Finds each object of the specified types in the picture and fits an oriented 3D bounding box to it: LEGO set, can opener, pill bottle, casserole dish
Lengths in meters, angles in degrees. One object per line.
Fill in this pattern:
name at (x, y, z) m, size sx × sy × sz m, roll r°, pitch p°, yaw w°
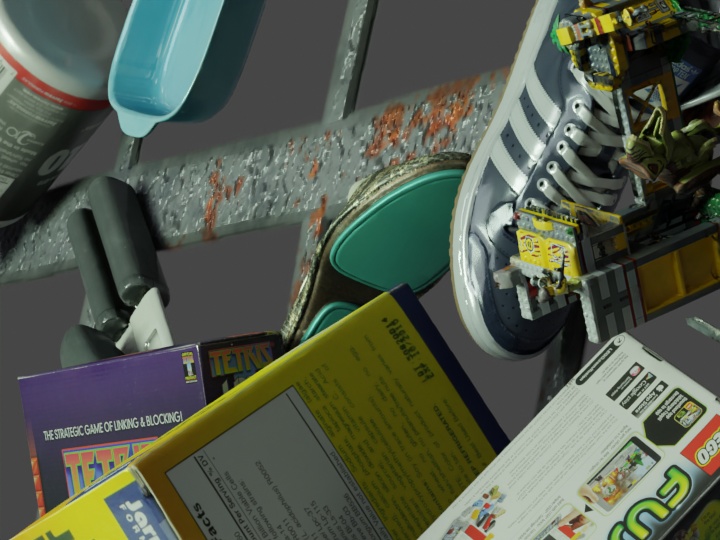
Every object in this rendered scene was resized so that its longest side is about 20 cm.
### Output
LEGO set at (0.126, -0.034, 1.174) m, size 0.200 × 0.116 × 0.154 m, roll 30°, pitch 136°, yaw 52°
can opener at (-0.150, 0.013, 1.691) m, size 0.053 × 0.067 × 0.200 m, roll -54°, pitch 34°, yaw 24°
pill bottle at (-0.236, -0.099, 1.850) m, size 0.200 × 0.114 × 0.114 m, roll -46°, pitch 38°, yaw 36°
casserole dish at (-0.092, -0.170, 1.731) m, size 0.121 × 0.039 × 0.200 m, roll 17°, pitch 87°, yaw 60°

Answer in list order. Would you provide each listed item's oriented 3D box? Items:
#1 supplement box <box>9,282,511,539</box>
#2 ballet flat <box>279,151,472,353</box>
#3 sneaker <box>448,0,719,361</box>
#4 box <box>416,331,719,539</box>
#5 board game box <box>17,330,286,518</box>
supplement box at (-0.040, 0.107, 1.309) m, size 0.109 × 0.200 × 0.109 m, roll -33°, pitch 90°, yaw 46°
ballet flat at (0.000, 0.000, 1.463) m, size 0.200 × 0.068 × 0.075 m, roll -57°, pitch 23°, yaw 29°
sneaker at (0.108, -0.056, 1.308) m, size 0.108 × 0.070 × 0.200 m, roll -2°, pitch 68°, yaw 60°
box at (0.077, 0.125, 1.201) m, size 0.200 × 0.035 × 0.110 m, roll -45°, pitch 37°, yaw -5°
board game box at (-0.101, 0.124, 1.502) m, size 0.200 × 0.057 × 0.166 m, roll -13°, pitch 87°, yaw 56°
